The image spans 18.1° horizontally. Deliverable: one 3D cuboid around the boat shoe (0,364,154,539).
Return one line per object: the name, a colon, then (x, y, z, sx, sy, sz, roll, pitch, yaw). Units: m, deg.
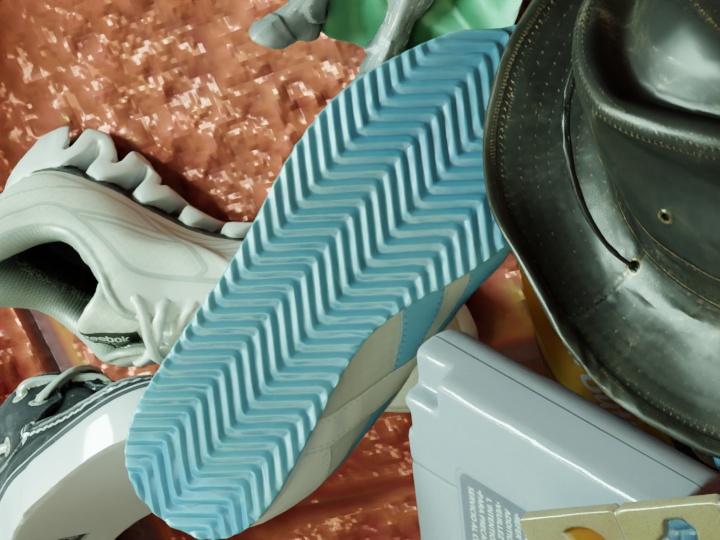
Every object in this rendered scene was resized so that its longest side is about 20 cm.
boat shoe: (-0.113, 0.069, 0.880, 0.200, 0.072, 0.068, -46, 57, 60)

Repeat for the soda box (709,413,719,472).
soda box: (0.206, 0.028, 0.678, 0.200, 0.064, 0.068, -23, 111, 13)

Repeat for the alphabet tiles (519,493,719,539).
alphabet tiles: (0.131, 0.134, 0.646, 0.200, 0.006, 0.167, -10, 113, 37)

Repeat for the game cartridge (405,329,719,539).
game cartridge: (0.077, 0.125, 0.734, 0.133, 0.041, 0.200, 26, 137, 37)

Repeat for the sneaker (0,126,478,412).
sneaker: (-0.055, 0.013, 0.837, 0.199, 0.081, 0.075, 18, 121, 16)

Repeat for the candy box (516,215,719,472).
candy box: (0.133, 0.066, 0.783, 0.115, 0.055, 0.201, -2, 115, 28)

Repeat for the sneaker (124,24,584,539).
sneaker: (0.000, 0.000, 0.757, 0.076, 0.081, 0.200, 42, 98, 8)

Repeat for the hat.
hat: (0.118, -0.050, 0.647, 0.200, 0.201, 0.081, 8, 163, 23)

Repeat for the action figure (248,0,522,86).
action figure: (0.024, -0.150, 0.727, 0.118, 0.055, 0.200, 29, 123, 10)
